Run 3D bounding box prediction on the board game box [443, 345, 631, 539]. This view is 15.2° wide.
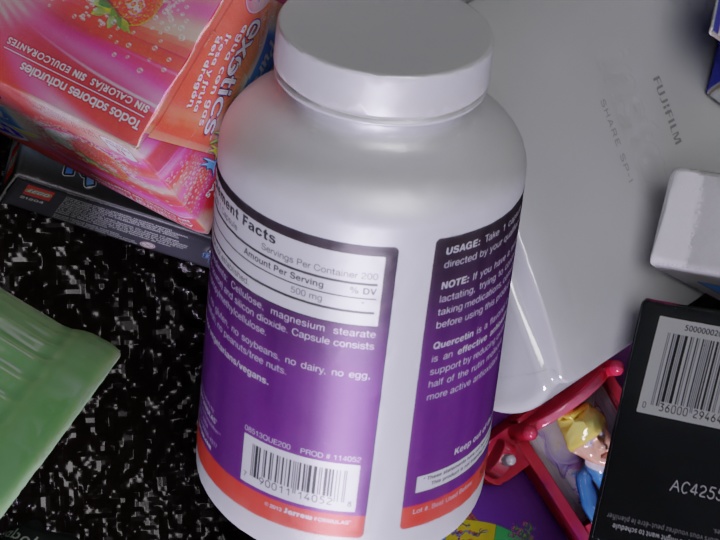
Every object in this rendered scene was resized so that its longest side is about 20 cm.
[{"bbox_3d":[0.100,0.089,1.144,0.199,0.039,0.159,11,84,-14],"label":"board game box"}]

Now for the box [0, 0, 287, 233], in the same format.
[{"bbox_3d":[-0.128,-0.107,1.016,0.200,0.103,0.095,27,80,18],"label":"box"}]

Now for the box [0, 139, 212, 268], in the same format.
[{"bbox_3d":[-0.038,-0.052,1.103,0.199,0.035,0.110,18,68,-14],"label":"box"}]

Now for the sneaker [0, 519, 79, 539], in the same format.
[{"bbox_3d":[-0.083,0.169,1.040,0.200,0.076,0.088,50,61,-43],"label":"sneaker"}]

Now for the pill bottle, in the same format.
[{"bbox_3d":[0.000,0.000,0.992,0.112,0.113,0.201,-3,122,-16],"label":"pill bottle"}]

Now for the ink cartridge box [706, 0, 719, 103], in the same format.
[{"bbox_3d":[0.204,-0.093,1.139,0.200,0.039,0.100,32,63,-36],"label":"ink cartridge box"}]

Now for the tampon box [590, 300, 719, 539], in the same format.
[{"bbox_3d":[0.207,0.102,1.067,0.200,0.150,0.127,20,82,-51],"label":"tampon box"}]

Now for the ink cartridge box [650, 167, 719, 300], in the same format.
[{"bbox_3d":[0.238,0.013,1.075,0.200,0.176,0.045,22,80,-53],"label":"ink cartridge box"}]

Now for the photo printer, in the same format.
[{"bbox_3d":[0.094,-0.055,1.103,0.200,0.069,0.167,-29,103,-43],"label":"photo printer"}]

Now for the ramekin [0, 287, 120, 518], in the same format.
[{"bbox_3d":[-0.185,0.082,0.988,0.098,0.200,0.200,36,78,-3],"label":"ramekin"}]
